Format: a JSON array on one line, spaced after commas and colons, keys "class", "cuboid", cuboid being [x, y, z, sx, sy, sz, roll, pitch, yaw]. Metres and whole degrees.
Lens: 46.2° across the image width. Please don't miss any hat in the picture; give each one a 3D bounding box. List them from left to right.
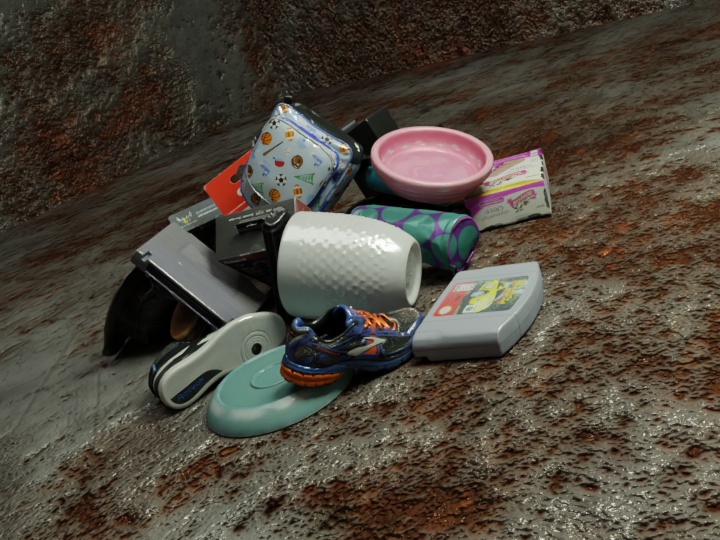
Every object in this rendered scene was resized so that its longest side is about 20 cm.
[{"class": "hat", "cuboid": [-0.342, 0.062, 1.380, 0.079, 0.204, 0.201, 22, 26, 3]}]

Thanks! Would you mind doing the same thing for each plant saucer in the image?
[{"class": "plant saucer", "cuboid": [-0.104, 0.140, 1.060, 0.196, 0.028, 0.201, -17, 20, 6]}, {"class": "plant saucer", "cuboid": [0.113, -0.167, 1.358, 0.195, 0.052, 0.202, 1, 36, -1]}]

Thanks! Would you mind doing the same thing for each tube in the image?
[{"class": "tube", "cuboid": [0.093, -0.139, 1.402, 0.077, 0.051, 0.198, -33, 37, -33]}]

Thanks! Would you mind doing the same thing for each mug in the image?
[{"class": "mug", "cuboid": [0.000, 0.000, 1.193, 0.171, 0.151, 0.200, 4, -4, 19]}]

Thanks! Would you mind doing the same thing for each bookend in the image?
[{"class": "bookend", "cuboid": [0.074, -0.218, 1.522, 0.197, 0.202, 0.092, -29, 8, 42]}]

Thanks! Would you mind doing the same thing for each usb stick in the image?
[{"class": "usb stick", "cuboid": [-0.111, -0.005, 1.223, 0.032, 0.202, 0.056, 21, 51, 22]}]

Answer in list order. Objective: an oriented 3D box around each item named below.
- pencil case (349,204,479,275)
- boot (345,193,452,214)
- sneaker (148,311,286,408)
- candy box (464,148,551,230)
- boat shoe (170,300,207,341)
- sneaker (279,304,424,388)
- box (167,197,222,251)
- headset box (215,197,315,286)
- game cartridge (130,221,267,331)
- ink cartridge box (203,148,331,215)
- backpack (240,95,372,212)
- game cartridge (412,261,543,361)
[{"class": "pencil case", "cuboid": [0.074, -0.047, 1.265, 0.197, 0.094, 0.086, 10, 48, 34]}, {"class": "boot", "cuboid": [0.052, -0.073, 1.415, 0.207, 0.081, 0.158, -12, 20, 18]}, {"class": "sneaker", "cuboid": [-0.208, 0.108, 1.173, 0.198, 0.074, 0.111, -30, 23, -26]}, {"class": "candy box", "cuboid": [0.251, -0.139, 1.434, 0.134, 0.062, 0.201, -14, 20, 15]}, {"class": "boat shoe", "cuboid": [-0.254, 0.050, 1.378, 0.069, 0.071, 0.202, -24, 36, 25]}, {"class": "sneaker", "cuboid": [-0.004, 0.077, 1.012, 0.197, 0.080, 0.075, -16, 31, -30]}, {"class": "box", "cuboid": [-0.295, -0.090, 1.717, 0.197, 0.051, 0.158, -28, -20, -23]}, {"class": "headset box", "cuboid": [-0.131, -0.043, 1.357, 0.146, 0.079, 0.200, -12, -19, 21]}, {"class": "game cartridge", "cuboid": [-0.248, 0.015, 1.320, 0.039, 0.199, 0.130, -50, 2, 25]}, {"class": "ink cartridge box", "cuboid": [-0.165, -0.122, 1.523, 0.161, 0.201, 0.050, -37, 0, -7]}, {"class": "backpack", "cuboid": [-0.109, -0.165, 1.432, 0.199, 0.193, 0.154, 36, 23, 13]}, {"class": "game cartridge", "cuboid": [0.157, 0.046, 1.054, 0.131, 0.042, 0.200, -4, 24, 28]}]
